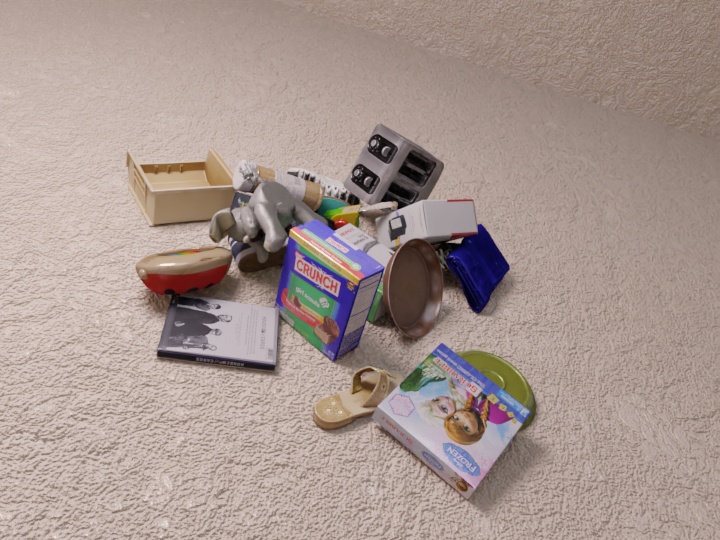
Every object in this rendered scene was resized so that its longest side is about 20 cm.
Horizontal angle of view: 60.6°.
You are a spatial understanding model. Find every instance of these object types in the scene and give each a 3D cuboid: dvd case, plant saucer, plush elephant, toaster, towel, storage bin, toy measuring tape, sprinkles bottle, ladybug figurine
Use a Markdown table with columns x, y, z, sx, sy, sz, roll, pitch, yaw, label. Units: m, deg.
| x | y | z | sx | sy | sz | roll | pitch | yaw | label |
| --- | --- | --- | --- | --- | --- | --- | --- | --- | --- |
| -0.247 | 0.108 | 1.100 | 0.199 | 0.025 | 0.150 | 10 | 35 | -12 | dvd case |
| 0.243 | 0.217 | 1.165 | 0.199 | 0.031 | 0.200 | 12 | 35 | -8 | plant saucer |
| -0.197 | -0.089 | 1.189 | 0.200 | 0.155 | 0.165 | 49 | 37 | 7 | plush elephant |
| 0.086 | -0.232 | 1.512 | 0.200 | 0.181 | 0.119 | 19 | 19 | -42 | toaster |
| 0.277 | -0.012 | 1.415 | 0.148 | 0.049 | 0.200 | 60 | 38 | -11 | towel |
| 0.102 | 0.035 | 1.241 | 0.034 | 0.201 | 0.200 | 1 | 21 | 38 | plant saucer |
| -0.402 | -0.199 | 1.390 | 0.200 | 0.094 | 0.199 | -10 | 44 | -34 | storage bin |
| -0.003 | -0.115 | 1.443 | 0.199 | 0.074 | 0.074 | -7 | 30 | 19 | toy measuring tape |
| -0.181 | -0.187 | 1.374 | 0.200 | 0.068 | 0.068 | 14 | 32 | -33 | sprinkles bottle |
| -0.325 | 0.000 | 1.148 | 0.135 | 0.072 | 0.200 | 5 | 12 | 38 | ladybug figurine |

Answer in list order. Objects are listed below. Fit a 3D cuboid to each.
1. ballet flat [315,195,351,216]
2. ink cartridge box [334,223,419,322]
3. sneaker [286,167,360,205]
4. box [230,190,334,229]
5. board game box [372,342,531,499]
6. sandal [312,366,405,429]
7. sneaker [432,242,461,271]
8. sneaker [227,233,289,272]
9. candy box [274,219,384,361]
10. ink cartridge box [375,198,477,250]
| x | y | z | sx | sy | sz | roll | pitch | yaw | label |
| --- | --- | --- | --- | --- | --- | --- | --- | --- | --- |
| -0.114 | -0.154 | 1.497 | 0.199 | 0.068 | 0.072 | 1 | 19 | -17 | ballet flat |
| 0.000 | 0.000 | 1.306 | 0.200 | 0.084 | 0.146 | 34 | 38 | 21 | ink cartridge box |
| -0.094 | -0.208 | 1.569 | 0.200 | 0.075 | 0.081 | 24 | 26 | -5 | sneaker |
| -0.166 | -0.119 | 1.354 | 0.199 | 0.051 | 0.158 | 17 | 4 | 7 | box |
| 0.157 | 0.244 | 1.043 | 0.200 | 0.041 | 0.199 | 37 | 47 | 18 | board game box |
| 0.013 | 0.200 | 1.051 | 0.211 | 0.070 | 0.078 | -18 | 49 | -41 | sandal |
| 0.171 | -0.026 | 1.404 | 0.200 | 0.080 | 0.072 | -29 | 96 | -47 | sneaker |
| -0.186 | -0.062 | 1.321 | 0.200 | 0.070 | 0.109 | -11 | 46 | -31 | sneaker |
| -0.063 | 0.036 | 1.126 | 0.169 | 0.200 | 0.077 | 36 | 38 | 24 | candy box |
| 0.148 | -0.102 | 1.418 | 0.145 | 0.200 | 0.083 | -6 | 85 | -30 | ink cartridge box |
